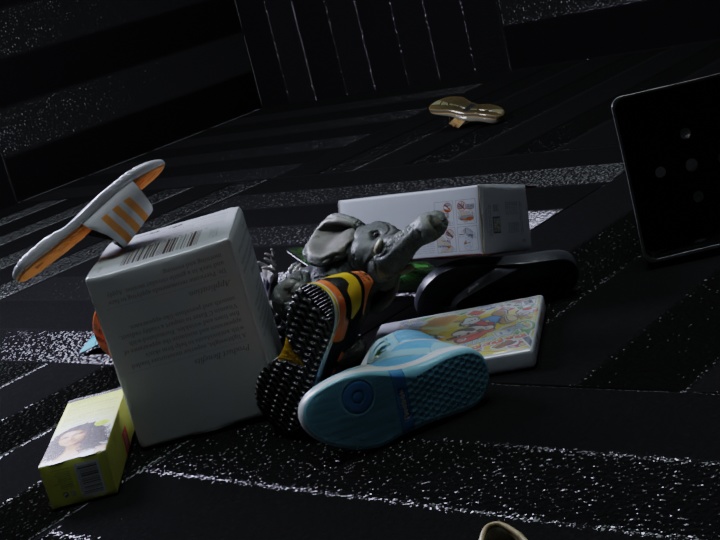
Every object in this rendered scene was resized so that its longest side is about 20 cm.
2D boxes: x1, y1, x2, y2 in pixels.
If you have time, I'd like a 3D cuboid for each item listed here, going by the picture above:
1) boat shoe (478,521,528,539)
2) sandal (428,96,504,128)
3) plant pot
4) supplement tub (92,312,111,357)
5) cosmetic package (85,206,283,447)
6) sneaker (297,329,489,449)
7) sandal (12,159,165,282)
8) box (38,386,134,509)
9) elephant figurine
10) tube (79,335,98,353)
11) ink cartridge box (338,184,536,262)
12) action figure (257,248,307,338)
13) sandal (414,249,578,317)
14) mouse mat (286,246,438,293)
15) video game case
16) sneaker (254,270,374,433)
[{"bbox_3d":[0.108,0.223,0.813,0.072,0.063,0.200,-16,15,-10],"label":"boat shoe"},{"bbox_3d":[0.231,-0.341,2.896,0.198,0.055,0.080,17,37,37],"label":"sandal"},{"bbox_3d":[0.424,-0.131,1.633,0.197,0.203,0.177,-13,1,8],"label":"plant pot"},{"bbox_3d":[-0.281,0.046,1.766,0.121,0.124,0.200,-11,15,13],"label":"supplement tub"},{"bbox_3d":[-0.185,0.059,1.455,0.163,0.202,0.165,-15,15,3],"label":"cosmetic package"},{"bbox_3d":[0.015,0.115,1.301,0.198,0.081,0.130,-10,13,-23],"label":"sneaker"},{"bbox_3d":[-0.284,-0.041,1.435,0.206,0.059,0.079,-40,0,-4],"label":"sandal"},{"bbox_3d":[-0.285,0.183,1.392,0.074,0.051,0.200,-15,13,-1],"label":"box"},{"bbox_3d":[0.000,0.000,1.496,0.155,0.142,0.201,37,85,26],"label":"elephant figurine"},{"bbox_3d":[-0.322,0.063,1.905,0.077,0.051,0.200,-32,4,39],"label":"tube"},{"bbox_3d":[0.103,-0.056,1.622,0.198,0.085,0.175,-5,1,33],"label":"ink cartridge box"},{"bbox_3d":[-0.095,0.026,1.703,0.199,0.103,0.118,-22,27,-33],"label":"action figure"},{"bbox_3d":[0.158,0.019,1.544,0.198,0.077,0.043,-13,40,8],"label":"sandal"},{"bbox_3d":[0.022,-0.003,1.680,0.198,0.008,0.160,-3,23,-37],"label":"mouse mat"},{"bbox_3d":[0.102,0.081,1.451,0.197,0.023,0.182,-11,15,15],"label":"video game case"},{"bbox_3d":[-0.039,0.083,1.315,0.090,0.201,0.070,-24,57,-42],"label":"sneaker"}]
